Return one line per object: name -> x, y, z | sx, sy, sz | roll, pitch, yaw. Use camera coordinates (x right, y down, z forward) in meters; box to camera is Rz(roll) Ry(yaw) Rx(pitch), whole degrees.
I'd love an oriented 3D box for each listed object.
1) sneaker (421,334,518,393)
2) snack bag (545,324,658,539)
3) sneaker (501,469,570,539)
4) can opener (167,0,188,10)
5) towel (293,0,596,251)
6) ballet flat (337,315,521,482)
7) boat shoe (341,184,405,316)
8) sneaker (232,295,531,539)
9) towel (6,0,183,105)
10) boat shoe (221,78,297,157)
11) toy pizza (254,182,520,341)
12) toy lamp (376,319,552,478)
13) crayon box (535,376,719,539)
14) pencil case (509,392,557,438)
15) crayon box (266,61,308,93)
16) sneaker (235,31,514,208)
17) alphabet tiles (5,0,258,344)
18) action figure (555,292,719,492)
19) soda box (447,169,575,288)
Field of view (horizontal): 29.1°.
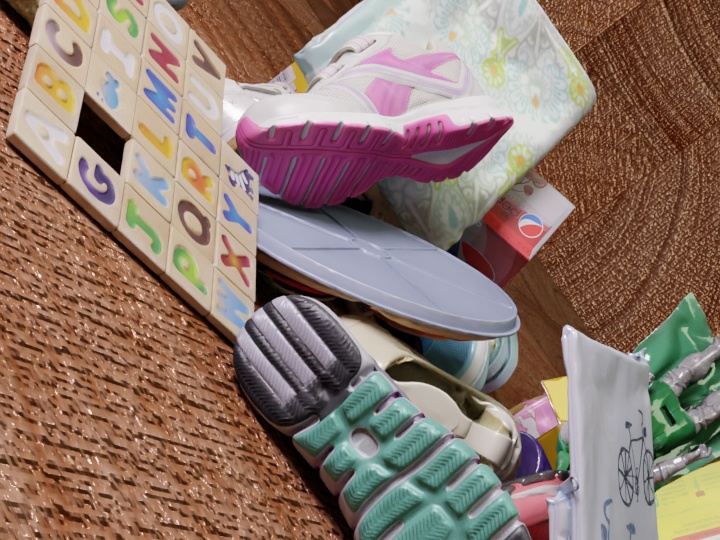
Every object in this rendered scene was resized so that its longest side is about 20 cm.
sneaker -> 0.081, 0.060, 1.032 | 0.131, 0.080, 0.200 | 47, 12, -26
snack bag -> 0.143, 0.136, 0.804 | 0.189, 0.021, 0.200 | 21, 66, -63
sneaker -> 0.109, 0.170, 0.805 | 0.200, 0.074, 0.087 | 26, 48, -56
can opener -> -0.185, -0.239, 0.947 | 0.066, 0.053, 0.200 | -15, 62, -42
towel -> 0.066, -0.134, 0.980 | 0.171, 0.200, 0.048 | 54, -30, -11
ballet flat -> 0.047, 0.089, 0.781 | 0.200, 0.069, 0.069 | 34, 20, -42
boat shoe -> -0.005, -0.039, 1.009 | 0.070, 0.071, 0.200 | 55, 15, -21
sneaker -> 0.022, 0.096, 0.655 | 0.200, 0.074, 0.088 | 55, 5, 12
towel -> -0.155, -0.156, 0.797 | 0.148, 0.036, 0.200 | 48, 11, -26
boat shoe -> -0.058, -0.099, 0.949 | 0.069, 0.071, 0.200 | 57, 11, 11
toy pizza -> 0.000, 0.000, 0.827 | 0.200, 0.032, 0.200 | 22, 13, -5
toy lamp -> 0.066, 0.103, 0.884 | 0.200, 0.058, 0.058 | 42, 15, -39
crayon box -> 0.199, 0.166, 0.963 | 0.051, 0.127, 0.200 | -49, -127, 56
pencil case -> 0.176, 0.181, 1.024 | 0.200, 0.087, 0.083 | 58, 17, 12
crayon box -> 0.014, -0.158, 1.112 | 0.058, 0.200, 0.119 | 47, 12, -31
sneaker -> -0.001, -0.100, 0.866 | 0.200, 0.081, 0.088 | -10, 62, -42
alphabet tiles -> -0.103, -0.077, 0.700 | 0.167, 0.008, 0.200 | 46, 28, -36
action figure -> 0.197, 0.104, 0.934 | 0.118, 0.200, 0.055 | 56, -29, 8
soda box -> 0.096, -0.017, 1.109 | 0.070, 0.063, 0.200 | 41, -23, 4
